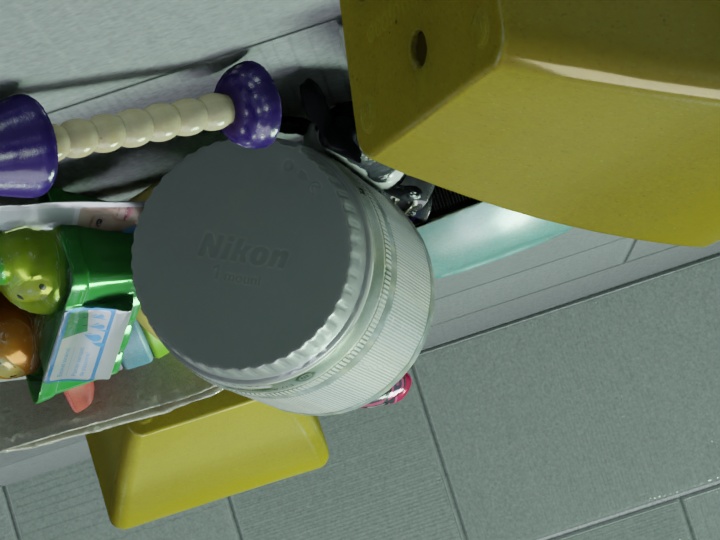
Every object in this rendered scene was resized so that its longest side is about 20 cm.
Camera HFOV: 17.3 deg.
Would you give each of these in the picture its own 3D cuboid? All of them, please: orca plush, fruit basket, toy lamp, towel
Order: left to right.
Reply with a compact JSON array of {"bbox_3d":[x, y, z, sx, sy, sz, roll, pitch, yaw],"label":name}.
[{"bbox_3d":[-0.240,0.024,1.516,0.199,0.094,0.186,-8,143,-29],"label":"fruit basket"},{"bbox_3d":[-0.195,0.051,1.796,0.198,0.134,0.034,-15,168,2],"label":"towel"},{"bbox_3d":[-0.137,-0.078,1.300,0.199,0.059,0.058,-15,173,-39],"label":"toy lamp"},{"bbox_3d":[-0.001,-0.102,1.525,0.105,0.071,0.200,27,179,18],"label":"orca plush"}]

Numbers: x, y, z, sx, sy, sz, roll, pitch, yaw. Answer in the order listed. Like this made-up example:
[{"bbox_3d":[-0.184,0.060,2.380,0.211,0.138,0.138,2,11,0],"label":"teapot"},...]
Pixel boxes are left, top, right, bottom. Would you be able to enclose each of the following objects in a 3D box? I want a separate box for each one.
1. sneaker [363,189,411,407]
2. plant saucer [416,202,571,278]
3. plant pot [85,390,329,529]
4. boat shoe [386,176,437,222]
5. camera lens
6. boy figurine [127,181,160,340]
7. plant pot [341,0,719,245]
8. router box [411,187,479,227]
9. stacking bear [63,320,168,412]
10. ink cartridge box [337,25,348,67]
[{"bbox_3d":[0.000,0.000,1.682,0.074,0.202,0.081,10,165,-22],"label":"sneaker"},{"bbox_3d":[0.105,-0.030,1.836,0.200,0.039,0.201,-20,177,-1],"label":"plant saucer"},{"bbox_3d":[-0.144,0.080,1.983,0.198,0.201,0.177,-17,165,-8],"label":"plant pot"},{"bbox_3d":[0.043,-0.069,1.759,0.198,0.067,0.070,-17,173,-11],"label":"boat shoe"},{"bbox_3d":[-0.046,0.006,1.516,0.159,0.161,0.200,-19,166,12],"label":"camera lens"},{"bbox_3d":[-0.129,-0.005,1.637,0.198,0.126,0.064,5,173,-23],"label":"boy figurine"},{"bbox_3d":[0.095,-0.126,0.941,0.175,0.202,0.200,-3,167,-24],"label":"plant pot"},{"bbox_3d":[0.105,-0.071,1.955,0.148,0.051,0.200,-18,175,4],"label":"router box"},{"bbox_3d":[-0.147,0.005,1.730,0.199,0.122,0.114,-26,179,-7],"label":"stacking bear"},{"bbox_3d":[0.102,-0.129,1.383,0.199,0.086,0.148,-21,173,10],"label":"ink cartridge box"}]
